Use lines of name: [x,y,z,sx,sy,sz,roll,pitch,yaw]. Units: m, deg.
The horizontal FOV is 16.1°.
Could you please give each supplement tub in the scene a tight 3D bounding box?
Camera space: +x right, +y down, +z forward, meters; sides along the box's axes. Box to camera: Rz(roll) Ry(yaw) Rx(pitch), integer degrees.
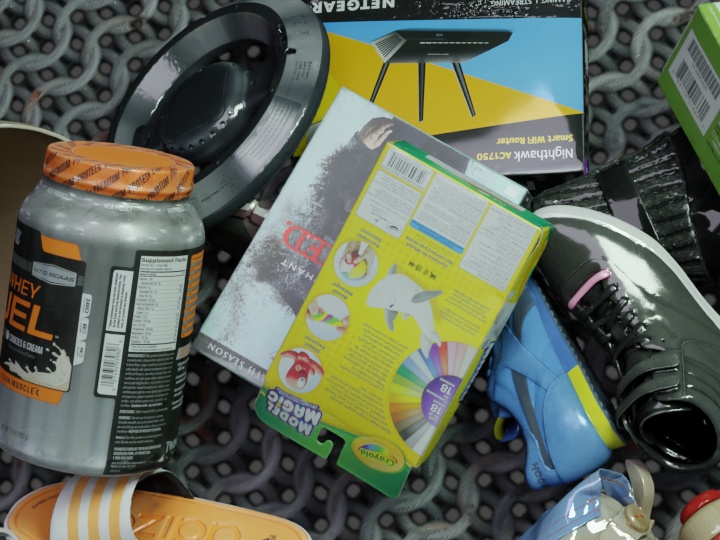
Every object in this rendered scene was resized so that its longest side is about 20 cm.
supplement tub: [-0.167,0.023,1.637,0.122,0.123,0.200,12,101,17]

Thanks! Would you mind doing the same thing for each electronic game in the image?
electronic game: [-0.101,-0.106,1.738,0.200,0.042,0.200,-28,41,27]

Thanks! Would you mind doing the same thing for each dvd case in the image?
dvd case: [0.000,0.000,1.656,0.146,0.022,0.200,30,89,10]

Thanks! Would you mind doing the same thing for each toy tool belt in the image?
toy tool belt: [0.139,0.174,1.568,0.200,0.125,0.123,-41,61,14]

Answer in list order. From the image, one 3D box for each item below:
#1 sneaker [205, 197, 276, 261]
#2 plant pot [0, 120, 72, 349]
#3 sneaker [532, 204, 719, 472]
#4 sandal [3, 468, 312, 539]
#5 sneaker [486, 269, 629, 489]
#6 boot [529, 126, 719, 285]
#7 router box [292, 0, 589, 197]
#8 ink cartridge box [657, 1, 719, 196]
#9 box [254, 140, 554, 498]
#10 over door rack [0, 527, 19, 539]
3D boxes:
sneaker: [-0.037,0.026,1.697,0.200,0.076,0.116,18,78,18]
plant pot: [-0.269,-0.012,1.720,0.200,0.200,0.134,-51,31,-9]
sneaker: [0.171,0.044,1.578,0.200,0.099,0.071,43,124,0]
sandal: [-0.132,0.156,1.663,0.207,0.059,0.079,5,39,10]
sneaker: [0.103,0.056,1.638,0.078,0.066,0.200,-32,47,11]
boot: [0.221,0.003,1.642,0.158,0.079,0.211,-32,65,0]
router box: [0.057,-0.122,1.741,0.200,0.051,0.149,-3,70,11]
ink cartridge box: [0.311,-0.100,1.607,0.200,0.076,0.148,-8,57,-25]
box: [0.025,0.032,1.598,0.117,0.048,0.200,31,100,11]
over door rack: [-0.199,0.276,1.596,0.067,0.148,0.200,-20,66,4]
